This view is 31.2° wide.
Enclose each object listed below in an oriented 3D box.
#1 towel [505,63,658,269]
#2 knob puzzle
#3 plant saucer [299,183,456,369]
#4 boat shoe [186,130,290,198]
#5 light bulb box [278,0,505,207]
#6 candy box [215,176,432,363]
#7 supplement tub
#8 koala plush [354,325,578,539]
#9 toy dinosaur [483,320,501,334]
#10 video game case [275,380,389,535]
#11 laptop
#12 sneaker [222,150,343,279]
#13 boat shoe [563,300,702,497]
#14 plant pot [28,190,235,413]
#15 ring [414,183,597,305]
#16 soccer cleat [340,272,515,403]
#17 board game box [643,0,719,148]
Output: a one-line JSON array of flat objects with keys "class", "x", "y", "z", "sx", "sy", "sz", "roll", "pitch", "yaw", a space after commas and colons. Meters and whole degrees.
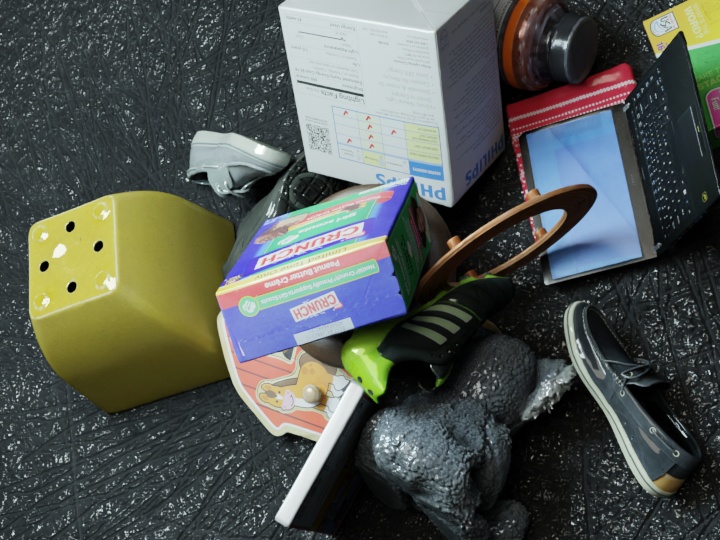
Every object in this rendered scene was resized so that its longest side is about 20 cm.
[{"class": "towel", "x": 0.236, "y": -0.110, "z": 1.344, "sx": 0.143, "sy": 0.022, "sz": 0.203, "roll": -17, "pitch": 65, "yaw": 18}, {"class": "knob puzzle", "x": -0.069, "y": 0.079, "z": 1.366, "sx": 0.216, "sy": 0.030, "sz": 0.223, "roll": 0, "pitch": 90, "yaw": 22}, {"class": "plant saucer", "x": 0.000, "y": 0.000, "z": 1.323, "sx": 0.197, "sy": 0.032, "sz": 0.203, "roll": -7, "pitch": 69, "yaw": 17}, {"class": "boat shoe", "x": -0.144, "y": -0.117, "z": 1.493, "sx": 0.200, "sy": 0.069, "sz": 0.073, "roll": 14, "pitch": 87, "yaw": 59}, {"class": "light bulb box", "x": 0.037, "y": -0.200, "z": 1.361, "sx": 0.196, "sy": 0.202, "sz": 0.125, "roll": 16, "pitch": 43, "yaw": 31}, {"class": "candy box", "x": -0.028, "y": -0.005, "z": 1.206, "sx": 0.167, "sy": 0.078, "sz": 0.200, "roll": -16, "pitch": 18, "yaw": 15}, {"class": "supplement tub", "x": 0.154, "y": -0.255, "z": 1.393, "sx": 0.198, "sy": 0.107, "sz": 0.108, "roll": 20, "pitch": 79, "yaw": 33}, {"class": "koala plush", "x": 0.105, "y": 0.141, "z": 1.231, "sx": 0.176, "sy": 0.184, "sz": 0.201, "roll": 28, "pitch": 71, "yaw": 31}, {"class": "toy dinosaur", "x": 0.061, "y": 0.047, "z": 1.361, "sx": 0.198, "sy": 0.058, "sz": 0.103, "roll": -13, "pitch": 80, "yaw": 26}, {"class": "video game case", "x": -0.018, "y": 0.186, "z": 1.247, "sx": 0.017, "sy": 0.200, "sz": 0.144, "roll": 28, "pitch": 83, "yaw": 16}, {"class": "laptop", "x": 0.248, "y": -0.106, "z": 1.265, "sx": 0.102, "sy": 0.200, "sz": 0.180, "roll": 0, "pitch": 66, "yaw": -16}, {"class": "sneaker", "x": -0.095, "y": -0.062, "z": 1.465, "sx": 0.201, "sy": 0.076, "sz": 0.090, "roll": -55, "pitch": 29, "yaw": -17}, {"class": "boat shoe", "x": 0.255, "y": 0.110, "z": 1.206, "sx": 0.062, "sy": 0.074, "sz": 0.202, "roll": -42, "pitch": 60, "yaw": 34}, {"class": "plant pot", "x": -0.265, "y": 0.020, "z": 1.442, "sx": 0.193, "sy": 0.200, "sz": 0.197, "roll": -17, "pitch": 62, "yaw": 19}, {"class": "ring", "x": 0.135, "y": -0.027, "z": 1.220, "sx": 0.199, "sy": 0.200, "sz": 0.019, "roll": -33, "pitch": 75, "yaw": 11}, {"class": "soccer cleat", "x": 0.072, "y": 0.064, "z": 1.196, "sx": 0.198, "sy": 0.068, "sz": 0.082, "roll": -21, "pitch": 66, "yaw": -29}, {"class": "board game box", "x": 0.402, "y": -0.225, "z": 1.294, "sx": 0.198, "sy": 0.040, "sz": 0.155, "roll": -24, "pitch": 61, "yaw": 17}]
